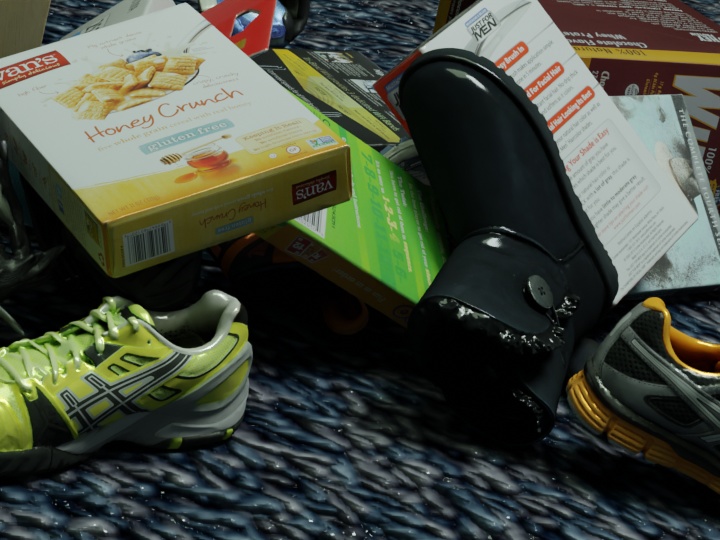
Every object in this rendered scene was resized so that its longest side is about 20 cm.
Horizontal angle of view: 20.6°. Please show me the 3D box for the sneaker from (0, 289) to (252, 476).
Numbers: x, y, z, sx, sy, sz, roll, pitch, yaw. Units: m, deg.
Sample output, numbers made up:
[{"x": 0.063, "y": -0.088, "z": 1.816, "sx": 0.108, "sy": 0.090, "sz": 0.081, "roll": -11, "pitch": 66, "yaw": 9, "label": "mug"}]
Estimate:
[{"x": -0.143, "y": 0.050, "z": 1.001, "sx": 0.199, "sy": 0.077, "sz": 0.075, "roll": -9, "pitch": 33, "yaw": -39, "label": "sneaker"}]

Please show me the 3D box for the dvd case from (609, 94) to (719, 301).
[{"x": 0.161, "y": -0.049, "z": 1.339, "sx": 0.199, "sy": 0.147, "sz": 0.022, "roll": -3, "pitch": -17, "yaw": -36, "label": "dvd case"}]

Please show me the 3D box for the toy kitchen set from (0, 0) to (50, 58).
[{"x": -0.335, "y": -0.264, "z": 1.492, "sx": 0.199, "sy": 0.182, "sz": 0.163, "roll": 9, "pitch": 22, "yaw": -20, "label": "toy kitchen set"}]

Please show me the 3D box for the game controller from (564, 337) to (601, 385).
[{"x": 0.219, "y": 0.073, "z": 1.198, "sx": 0.199, "sy": 0.042, "sz": 0.104, "roll": 5, "pitch": 9, "yaw": -18, "label": "game controller"}]

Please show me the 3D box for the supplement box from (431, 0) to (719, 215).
[{"x": 0.178, "y": -0.132, "z": 1.515, "sx": 0.196, "sy": 0.134, "sz": 0.200, "roll": 0, "pitch": 26, "yaw": -27, "label": "supplement box"}]

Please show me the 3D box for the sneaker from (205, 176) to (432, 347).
[{"x": 0.000, "y": 0.000, "z": 1.214, "sx": 0.199, "sy": 0.078, "sz": 0.112, "roll": 0, "pitch": 37, "yaw": -27, "label": "sneaker"}]

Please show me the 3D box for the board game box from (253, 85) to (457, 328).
[{"x": 0.017, "y": -0.020, "z": 1.160, "sx": 0.199, "sy": 0.030, "sz": 0.096, "roll": 30, "pitch": 44, "yaw": -29, "label": "board game box"}]

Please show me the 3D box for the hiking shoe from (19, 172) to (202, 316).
[{"x": -0.139, "y": -0.019, "z": 1.126, "sx": 0.075, "sy": 0.101, "sz": 0.200, "roll": -21, "pitch": 39, "yaw": -17, "label": "hiking shoe"}]

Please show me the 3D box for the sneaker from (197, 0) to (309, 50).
[{"x": -0.085, "y": -0.208, "z": 1.599, "sx": 0.088, "sy": 0.079, "sz": 0.200, "roll": -6, "pitch": 24, "yaw": -3, "label": "sneaker"}]

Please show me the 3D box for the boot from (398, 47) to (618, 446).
[{"x": 0.068, "y": -0.016, "z": 1.131, "sx": 0.076, "sy": 0.201, "sz": 0.168, "roll": -26, "pitch": 13, "yaw": 31, "label": "boot"}]

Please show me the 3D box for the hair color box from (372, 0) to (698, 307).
[{"x": 0.113, "y": -0.075, "z": 1.265, "sx": 0.111, "sy": 0.064, "sz": 0.200, "roll": -41, "pitch": 96, "yaw": -38, "label": "hair color box"}]

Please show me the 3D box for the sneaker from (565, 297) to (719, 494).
[{"x": 0.215, "y": 0.084, "z": 1.086, "sx": 0.199, "sy": 0.078, "sz": 0.078, "roll": 24, "pitch": 18, "yaw": -9, "label": "sneaker"}]

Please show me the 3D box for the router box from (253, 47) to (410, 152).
[{"x": -0.027, "y": -0.107, "z": 1.453, "sx": 0.156, "sy": 0.053, "sz": 0.200, "roll": -1, "pitch": 26, "yaw": -30, "label": "router box"}]

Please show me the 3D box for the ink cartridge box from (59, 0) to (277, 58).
[{"x": -0.145, "y": -0.161, "z": 1.403, "sx": 0.175, "sy": 0.045, "sz": 0.200, "roll": -28, "pitch": 20, "yaw": 12, "label": "ink cartridge box"}]

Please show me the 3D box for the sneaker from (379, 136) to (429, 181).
[{"x": 0.066, "y": -0.045, "z": 1.328, "sx": 0.199, "sy": 0.077, "sz": 0.085, "roll": -23, "pitch": 61, "yaw": -34, "label": "sneaker"}]

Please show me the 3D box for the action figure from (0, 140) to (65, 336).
[{"x": -0.238, "y": -0.026, "z": 1.083, "sx": 0.118, "sy": 0.102, "sz": 0.200, "roll": -32, "pitch": 32, "yaw": -8, "label": "action figure"}]

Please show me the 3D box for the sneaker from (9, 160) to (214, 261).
[{"x": -0.151, "y": -0.070, "z": 1.277, "sx": 0.199, "sy": 0.080, "sz": 0.131, "roll": 16, "pitch": 23, "yaw": -17, "label": "sneaker"}]

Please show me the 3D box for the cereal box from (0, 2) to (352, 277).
[{"x": -0.113, "y": -0.077, "z": 1.080, "sx": 0.143, "sy": 0.040, "sz": 0.200, "roll": -20, "pitch": 38, "yaw": -23, "label": "cereal box"}]
